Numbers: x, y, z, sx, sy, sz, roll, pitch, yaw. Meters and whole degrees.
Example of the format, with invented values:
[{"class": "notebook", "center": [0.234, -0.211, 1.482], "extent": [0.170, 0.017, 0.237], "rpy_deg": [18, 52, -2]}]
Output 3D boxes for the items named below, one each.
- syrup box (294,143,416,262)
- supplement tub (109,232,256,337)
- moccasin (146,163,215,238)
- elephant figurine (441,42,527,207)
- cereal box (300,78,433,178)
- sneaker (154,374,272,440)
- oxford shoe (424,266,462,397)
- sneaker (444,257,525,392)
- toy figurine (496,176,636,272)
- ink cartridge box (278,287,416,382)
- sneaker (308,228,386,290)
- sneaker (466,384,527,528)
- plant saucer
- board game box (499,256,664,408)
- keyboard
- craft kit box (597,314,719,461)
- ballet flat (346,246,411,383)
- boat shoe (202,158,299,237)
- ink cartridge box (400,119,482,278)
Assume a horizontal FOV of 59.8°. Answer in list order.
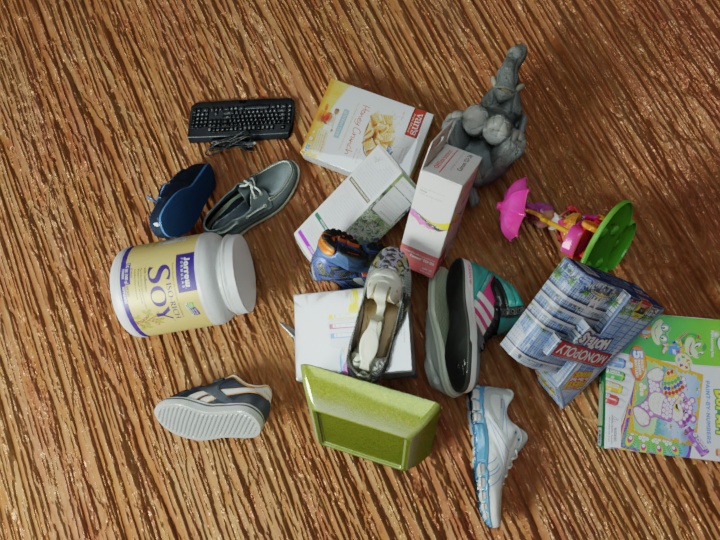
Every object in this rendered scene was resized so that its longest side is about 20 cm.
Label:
[{"class": "syrup box", "center": [-0.004, -0.088, 0.989], "extent": [0.200, 0.078, 0.082], "rpy_deg": [-44, 52, 10]}, {"class": "supplement tub", "center": [-0.277, 0.020, 0.998], "extent": [0.194, 0.146, 0.150], "rpy_deg": [-10, 76, 6]}, {"class": "moccasin", "center": [-0.303, -0.112, 1.038], "extent": [0.066, 0.201, 0.082], "rpy_deg": [-1, 120, 13]}, {"class": "elephant figurine", "center": [0.220, -0.238, 1.009], "extent": [0.142, 0.154, 0.201], "rpy_deg": [48, 44, -14]}, {"class": "cereal box", "center": [0.012, -0.228, 1.071], "extent": [0.195, 0.040, 0.147], "rpy_deg": [21, 82, 12]}, {"class": "sneaker", "center": [-0.226, 0.215, 0.986], "extent": [0.195, 0.080, 0.080], "rpy_deg": [-2, 33, 21]}, {"class": "oxford shoe", "center": [0.124, 0.095, 0.973], "extent": [0.057, 0.074, 0.206], "rpy_deg": [-22, 67, 49]}, {"class": "sneaker", "center": [0.190, 0.088, 0.934], "extent": [0.118, 0.084, 0.205], "rpy_deg": [13, 64, -17]}, {"class": "toy figurine", "center": [0.302, -0.074, 0.956], "extent": [0.183, 0.197, 0.153], "rpy_deg": [34, 117, 32]}, {"class": "ink cartridge box", "center": [-0.018, 0.103, 0.954], "extent": [0.194, 0.129, 0.129], "rpy_deg": [-6, 76, 7]}, {"class": "sneaker", "center": [0.000, 0.000, 0.965], "extent": [0.079, 0.197, 0.076], "rpy_deg": [-47, 40, 26]}, {"class": "sneaker", "center": [0.205, 0.268, 0.917], "extent": [0.084, 0.075, 0.206], "rpy_deg": [-1, 77, 1]}, {"class": "plant saucer", "center": [0.007, 0.220, 0.884], "extent": [0.195, 0.202, 0.049], "rpy_deg": [15, 57, 11]}, {"class": "board game box", "center": [0.298, 0.098, 0.877], "extent": [0.203, 0.197, 0.062], "rpy_deg": [-59, 41, 20]}, {"class": "keyboard", "center": [-0.215, -0.261, 1.110], "extent": [0.194, 0.040, 0.107], "rpy_deg": [-2, 76, 8]}, {"class": "craft kit box", "center": [0.454, 0.169, 0.920], "extent": [0.191, 0.049, 0.206], "rpy_deg": [4, 78, 6]}, {"class": "ballet flat", "center": [0.027, 0.060, 0.856], "extent": [0.070, 0.072, 0.206], "rpy_deg": [13, 78, 10]}, {"class": "boat shoe", "center": [-0.185, -0.120, 1.061], "extent": [0.199, 0.062, 0.073], "rpy_deg": [-40, 75, -3]}, {"class": "ink cartridge box", "center": [0.122, -0.107, 0.935], "extent": [0.066, 0.204, 0.117], "rpy_deg": [22, 37, 13]}]
